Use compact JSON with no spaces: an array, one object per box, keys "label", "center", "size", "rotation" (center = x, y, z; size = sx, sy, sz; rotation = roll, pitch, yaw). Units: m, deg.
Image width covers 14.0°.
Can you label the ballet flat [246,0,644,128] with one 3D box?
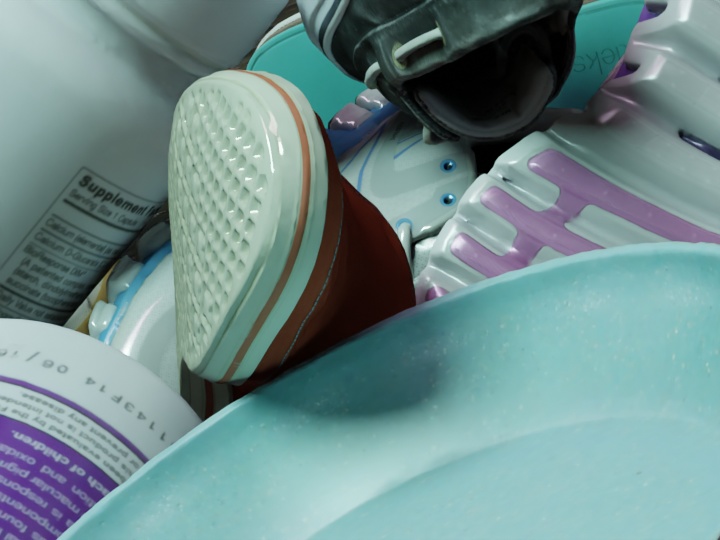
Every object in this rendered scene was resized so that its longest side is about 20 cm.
[{"label":"ballet flat","center":[0.051,-0.067,0.983],"size":[0.199,0.070,0.069],"rotation":[-5,30,41]}]

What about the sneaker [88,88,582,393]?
[{"label":"sneaker","center":[0.000,0.000,0.861],"size":[0.086,0.075,0.200],"rotation":[0,34,45]}]

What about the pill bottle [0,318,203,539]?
[{"label":"pill bottle","center":[-0.109,0.106,0.679],"size":[0.111,0.112,0.200],"rotation":[-18,22,29]}]

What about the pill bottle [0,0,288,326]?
[{"label":"pill bottle","center":[-0.118,-0.035,0.857],"size":[0.200,0.113,0.113],"rotation":[-50,17,8]}]

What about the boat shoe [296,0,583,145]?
[{"label":"boat shoe","center":[0.023,-0.067,0.816],"size":[0.072,0.071,0.200],"rotation":[-23,-8,1]}]

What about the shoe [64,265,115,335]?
[{"label":"shoe","center":[-0.135,0.025,1.010],"size":[0.070,0.054,0.200],"rotation":[-21,21,24]}]

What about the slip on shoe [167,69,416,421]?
[{"label":"slip on shoe","center":[-0.016,-0.001,0.723],"size":[0.061,0.075,0.200],"rotation":[-2,-15,-4]}]

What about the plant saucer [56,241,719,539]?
[{"label":"plant saucer","center":[0.008,0.064,0.586],"size":[0.199,0.036,0.200],"rotation":[-26,18,9]}]

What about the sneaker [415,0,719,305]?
[{"label":"sneaker","center":[0.084,-0.022,0.798],"size":[0.200,0.080,0.089],"rotation":[-54,-9,-18]}]
